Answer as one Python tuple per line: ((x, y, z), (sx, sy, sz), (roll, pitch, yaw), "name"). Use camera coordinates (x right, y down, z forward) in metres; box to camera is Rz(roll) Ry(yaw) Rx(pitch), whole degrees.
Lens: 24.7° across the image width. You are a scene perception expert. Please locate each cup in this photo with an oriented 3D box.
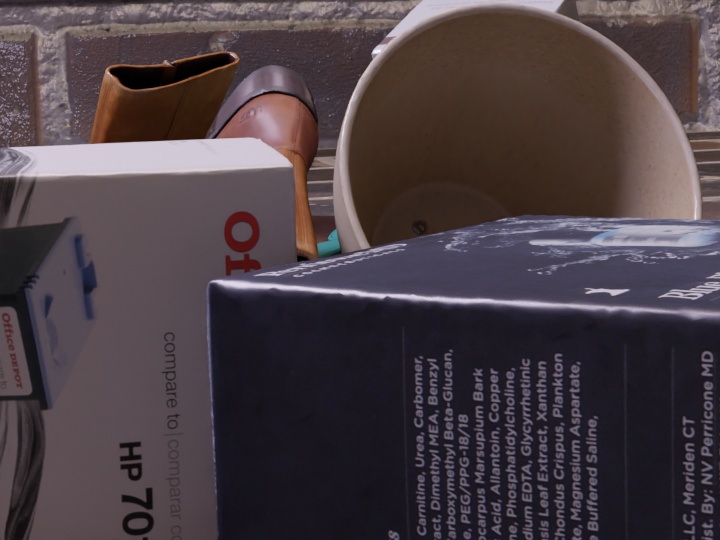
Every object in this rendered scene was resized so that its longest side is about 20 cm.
((0.069, -0.024, 0.912), (0.199, 0.202, 0.143), (-4, -18, -16), "cup")

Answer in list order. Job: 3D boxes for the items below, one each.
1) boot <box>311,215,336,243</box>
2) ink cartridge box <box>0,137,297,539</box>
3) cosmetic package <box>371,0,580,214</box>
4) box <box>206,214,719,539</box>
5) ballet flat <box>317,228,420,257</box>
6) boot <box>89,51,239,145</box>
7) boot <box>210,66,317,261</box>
((-0.021, -0.010, 1.145), (0.165, 0.073, 0.200), (-1, 4, 23), "boot")
((-0.123, 0.033, 0.569), (0.198, 0.148, 0.086), (-4, 9, -12), "ink cartridge box")
((0.092, -0.067, 1.033), (0.112, 0.201, 0.081), (4, 33, 31), "cosmetic package")
((0.088, 0.050, 0.519), (0.199, 0.119, 0.196), (2, 9, 36), "box")
((0.000, 0.000, 1.053), (0.072, 0.073, 0.200), (3, 21, 32), "ballet flat")
((-0.131, -0.074, 1.162), (0.187, 0.201, 0.069), (-9, 45, -42), "boot")
((-0.077, 0.007, 0.907), (0.068, 0.188, 0.201), (32, 28, -24), "boot")
